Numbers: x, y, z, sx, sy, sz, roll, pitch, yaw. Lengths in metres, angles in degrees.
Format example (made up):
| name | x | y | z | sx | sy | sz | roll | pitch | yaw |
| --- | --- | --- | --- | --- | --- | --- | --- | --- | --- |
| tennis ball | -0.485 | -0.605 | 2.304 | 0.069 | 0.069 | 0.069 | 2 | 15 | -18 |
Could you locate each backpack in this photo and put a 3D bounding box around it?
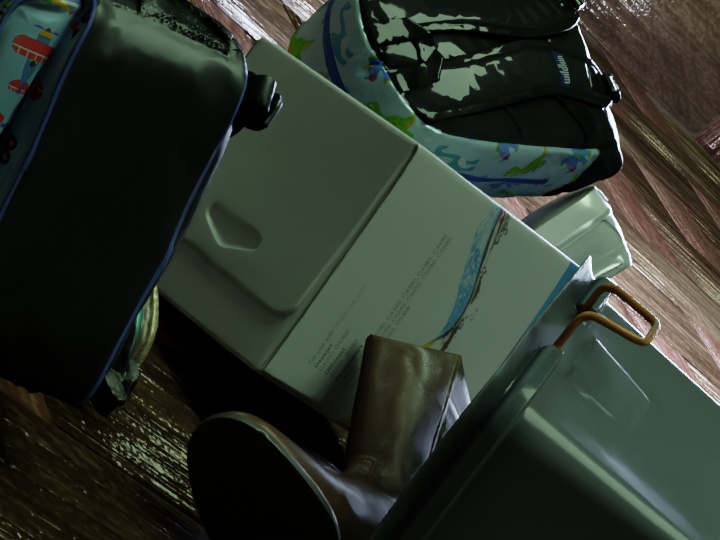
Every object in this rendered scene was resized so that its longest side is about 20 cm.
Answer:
| name | x | y | z | sx | sy | sz | roll | pitch | yaw |
| --- | --- | --- | --- | --- | --- | --- | --- | --- | --- |
| backpack | 0.045 | -0.111 | 1.776 | 0.200 | 0.154 | 0.163 | -4 | 71 | -63 |
| backpack | -0.148 | -0.059 | 1.291 | 0.135 | 0.183 | 0.200 | 23 | 10 | -28 |

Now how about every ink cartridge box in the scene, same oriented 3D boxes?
| name | x | y | z | sx | sy | sz | roll | pitch | yaw |
| --- | --- | --- | --- | --- | --- | --- | --- | --- | --- |
| ink cartridge box | 0.000 | 0.000 | 1.612 | 0.147 | 0.146 | 0.200 | 37 | 2 | 41 |

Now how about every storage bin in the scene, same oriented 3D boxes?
| name | x | y | z | sx | sy | sz | roll | pitch | yaw |
| --- | --- | --- | --- | --- | --- | --- | --- | --- | --- |
| storage bin | 0.113 | 0.093 | 1.399 | 0.134 | 0.146 | 0.200 | 37 | 24 | 4 |

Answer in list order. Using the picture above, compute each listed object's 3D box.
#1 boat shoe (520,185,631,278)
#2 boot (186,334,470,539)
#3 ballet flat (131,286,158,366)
| name | x | y | z | sx | sy | sz | roll | pitch | yaw |
| --- | --- | --- | --- | --- | --- | --- | --- | --- | --- |
| boat shoe | 0.081 | 0.027 | 1.818 | 0.069 | 0.200 | 0.072 | 57 | -24 | -10 |
| boot | -0.005 | 0.081 | 1.461 | 0.186 | 0.064 | 0.200 | 57 | 32 | -29 |
| ballet flat | -0.143 | -0.018 | 1.439 | 0.200 | 0.070 | 0.065 | 61 | 2 | 31 |
